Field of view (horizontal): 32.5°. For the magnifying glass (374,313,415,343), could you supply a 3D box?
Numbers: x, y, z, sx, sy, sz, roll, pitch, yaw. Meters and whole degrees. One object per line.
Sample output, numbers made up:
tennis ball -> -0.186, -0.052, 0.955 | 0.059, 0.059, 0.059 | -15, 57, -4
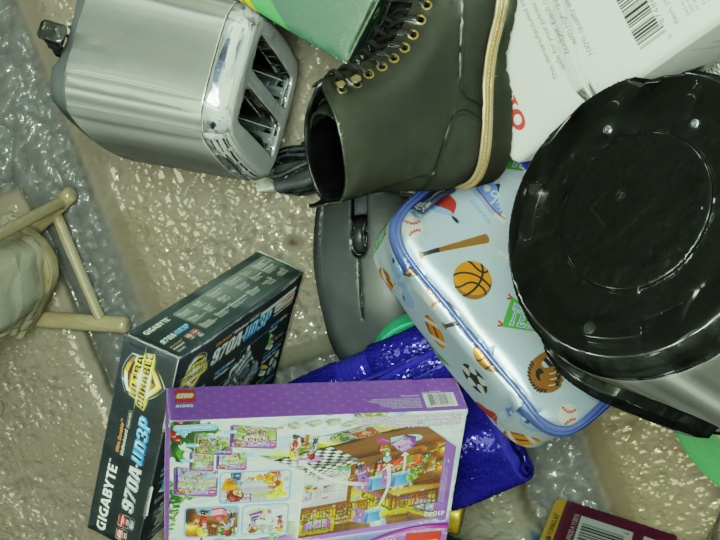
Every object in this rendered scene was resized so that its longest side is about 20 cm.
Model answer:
magnifying glass -> 0.106, 0.068, 0.899 | 0.197, 0.022, 0.081 | 1, 115, 6

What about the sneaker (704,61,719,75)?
sneaker -> 0.226, -0.141, 0.787 | 0.082, 0.078, 0.202 | -25, 90, 33

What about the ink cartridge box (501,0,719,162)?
ink cartridge box -> 0.148, -0.174, 0.729 | 0.200, 0.084, 0.148 | -34, 75, 52

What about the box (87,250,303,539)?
box -> -0.118, 0.091, 0.916 | 0.045, 0.200, 0.161 | 22, 115, 15

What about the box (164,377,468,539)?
box -> -0.034, 0.142, 0.836 | 0.197, 0.039, 0.139 | 0, 120, -12

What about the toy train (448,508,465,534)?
toy train -> -0.007, 0.190, 0.985 | 0.199, 0.056, 0.151 | -39, 97, 27

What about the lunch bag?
lunch bag -> 0.113, 0.003, 0.827 | 0.201, 0.159, 0.076 | 53, 161, 5

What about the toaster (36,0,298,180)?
toaster -> -0.123, -0.133, 0.851 | 0.127, 0.200, 0.115 | 13, 82, 12

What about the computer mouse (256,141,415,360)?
computer mouse -> 0.000, 0.000, 0.924 | 0.137, 0.053, 0.203 | -8, 105, 22

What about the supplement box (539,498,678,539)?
supplement box -> 0.161, 0.299, 0.923 | 0.102, 0.131, 0.203 | 16, 114, 14

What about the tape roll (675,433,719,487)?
tape roll -> 0.307, 0.070, 0.836 | 0.197, 0.048, 0.204 | 7, 110, 18

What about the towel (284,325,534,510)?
towel -> 0.012, 0.131, 0.897 | 0.198, 0.050, 0.149 | -24, 108, 15

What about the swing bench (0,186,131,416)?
swing bench -> -0.329, 0.045, 0.981 | 0.198, 0.199, 0.131 | -17, 102, 24

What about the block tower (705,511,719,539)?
block tower -> 0.287, 0.119, 0.803 | 0.053, 0.058, 0.202 | 23, 115, 12

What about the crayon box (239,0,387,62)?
crayon box -> -0.064, -0.214, 0.832 | 0.199, 0.126, 0.052 | 33, 110, 7

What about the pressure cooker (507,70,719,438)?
pressure cooker -> 0.202, 0.002, 0.704 | 0.177, 0.199, 0.179 | -13, 64, 37

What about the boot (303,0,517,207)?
boot -> 0.021, -0.140, 0.722 | 0.077, 0.137, 0.203 | 3, 105, 52

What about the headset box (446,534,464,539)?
headset box -> 0.049, 0.321, 0.937 | 0.076, 0.149, 0.202 | 16, 134, 15
